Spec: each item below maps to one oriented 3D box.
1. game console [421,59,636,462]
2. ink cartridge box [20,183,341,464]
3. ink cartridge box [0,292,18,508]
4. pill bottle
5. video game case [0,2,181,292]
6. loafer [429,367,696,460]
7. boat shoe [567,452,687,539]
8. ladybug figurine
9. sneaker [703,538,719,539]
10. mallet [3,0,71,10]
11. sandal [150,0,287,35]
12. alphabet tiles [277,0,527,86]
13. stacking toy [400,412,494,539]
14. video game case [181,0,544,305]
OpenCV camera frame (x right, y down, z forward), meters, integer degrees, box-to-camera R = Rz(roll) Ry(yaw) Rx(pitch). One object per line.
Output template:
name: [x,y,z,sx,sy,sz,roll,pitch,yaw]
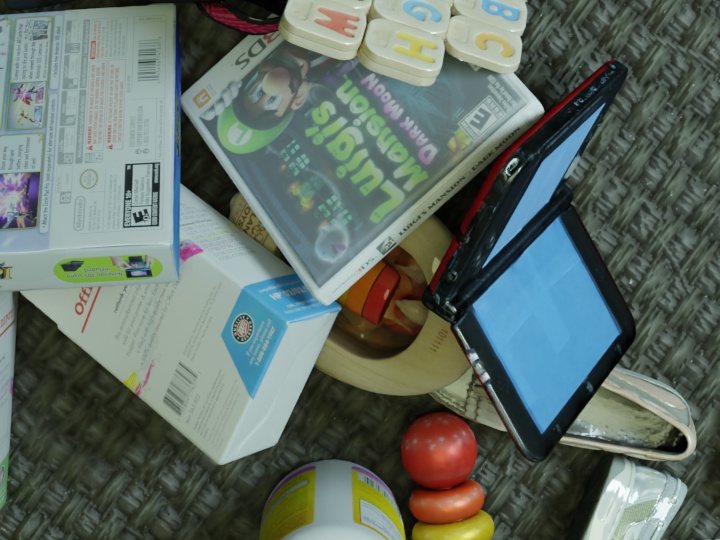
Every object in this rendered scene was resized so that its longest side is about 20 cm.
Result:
game console: [0.136,-0.011,1.014,0.118,0.200,0.173,35,126,10]
ink cartridge box: [-0.123,0.019,1.059,0.199,0.068,0.116,37,115,22]
ink cartridge box: [-0.276,0.075,1.076,0.067,0.117,0.202,6,101,0]
pill bottle: [-0.019,0.203,1.065,0.103,0.200,0.105,0,101,-1]
video game case: [-0.205,-0.079,1.022,0.179,0.201,0.046,-3,145,-2]
loafer: [0.139,0.088,1.116,0.198,0.063,0.073,14,100,-4]
boat shoe: [0.169,0.233,1.141,0.064,0.074,0.204,19,93,0]
ladybug figurine: [0.000,0.000,1.073,0.199,0.072,0.136,35,112,12]
sneaker: [0.286,0.229,1.135,0.198,0.087,0.075,-21,103,4]
mallet: [-0.211,-0.274,1.054,0.065,0.041,0.202,-3,97,1]
sandal: [-0.075,-0.180,1.050,0.198,0.075,0.045,1,113,14]
alphabet tiles: [0.013,-0.188,1.001,0.194,0.201,0.015,19,131,-4]
stacking toy: [0.068,0.199,1.135,0.085,0.085,0.202,-8,94,0]
video game case: [-0.006,-0.106,1.031,0.182,0.023,0.200,-41,56,7]
